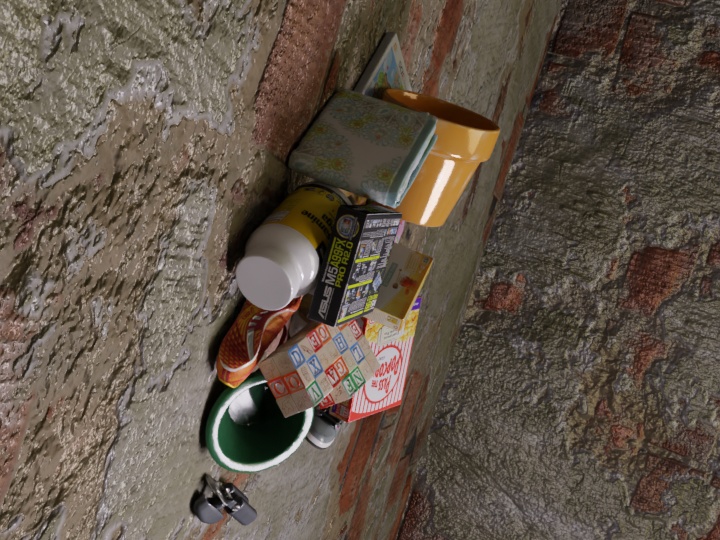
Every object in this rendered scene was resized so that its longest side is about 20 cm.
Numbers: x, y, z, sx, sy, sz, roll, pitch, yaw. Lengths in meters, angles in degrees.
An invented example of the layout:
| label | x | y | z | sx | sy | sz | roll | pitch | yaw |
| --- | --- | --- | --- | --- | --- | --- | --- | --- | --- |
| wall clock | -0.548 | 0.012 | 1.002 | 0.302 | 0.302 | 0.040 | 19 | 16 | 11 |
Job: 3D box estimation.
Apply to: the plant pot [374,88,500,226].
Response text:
| label | x | y | z | sx | sy | sz | roll | pitch | yaw |
| --- | --- | --- | --- | --- | --- | --- | --- | --- | --- |
| plant pot | 0.107 | -0.180 | 1.590 | 0.200 | 0.199 | 0.184 | -36 | 146 | -67 |

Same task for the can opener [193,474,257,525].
| label | x | y | z | sx | sy | sz | roll | pitch | yaw |
| --- | --- | --- | --- | --- | --- | --- | --- | --- | --- |
| can opener | -0.215 | 0.367 | 1.494 | 0.067 | 0.053 | 0.200 | -35 | 157 | -10 |

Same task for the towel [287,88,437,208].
| label | x | y | z | sx | sy | sz | roll | pitch | yaw |
| --- | --- | --- | --- | --- | --- | --- | --- | --- | --- |
| towel | 0.010 | -0.184 | 1.413 | 0.048 | 0.170 | 0.200 | 95 | 18 | -46 |

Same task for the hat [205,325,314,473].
| label | x | y | z | sx | sy | sz | roll | pitch | yaw |
| --- | --- | --- | --- | --- | --- | --- | --- | --- | --- |
| hat | -0.176 | 0.192 | 1.466 | 0.199 | 0.176 | 0.167 | 0 | 110 | -33 |

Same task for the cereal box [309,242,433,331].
| label | x | y | z | sx | sy | sz | roll | pitch | yaw |
| --- | --- | --- | --- | --- | --- | --- | --- | --- | --- |
| cereal box | 0.000 | 0.000 | 1.531 | 0.040 | 0.199 | 0.144 | 104 | 11 | -50 |

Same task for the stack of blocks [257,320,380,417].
| label | x | y | z | sx | sy | sz | roll | pitch | yaw |
| --- | --- | --- | --- | --- | --- | --- | --- | --- | --- |
| stack of blocks | -0.056 | 0.140 | 1.405 | 0.116 | 0.058 | 0.200 | 62 | 30 | -5 |

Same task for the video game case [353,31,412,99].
| label | x | y | z | sx | sy | sz | roll | pitch | yaw |
| --- | --- | --- | --- | --- | --- | --- | --- | --- | --- |
| video game case | 0.038 | -0.270 | 1.635 | 0.201 | 0.022 | 0.183 | -63 | 149 | -31 |

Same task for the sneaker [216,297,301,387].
| label | x | y | z | sx | sy | sz | roll | pitch | yaw |
| --- | --- | --- | --- | --- | --- | --- | --- | --- | --- |
| sneaker | -0.148 | 0.079 | 1.369 | 0.200 | 0.073 | 0.077 | -52 | 172 | -38 |

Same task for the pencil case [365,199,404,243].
| label | x | y | z | sx | sy | sz | roll | pitch | yaw |
| --- | --- | --- | --- | --- | --- | --- | --- | --- | --- |
| pencil case | 0.023 | -0.049 | 1.654 | 0.088 | 0.087 | 0.201 | 90 | 14 | -50 |

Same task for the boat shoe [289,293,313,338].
| label | x | y | z | sx | sy | sz | roll | pitch | yaw |
| --- | --- | --- | --- | --- | --- | --- | --- | --- | --- |
| boat shoe | -0.078 | 0.053 | 1.592 | 0.069 | 0.071 | 0.200 | -52 | -179 | 27 |

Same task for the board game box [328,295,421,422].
| label | x | y | z | sx | sy | sz | roll | pitch | yaw |
| --- | --- | --- | --- | --- | --- | --- | --- | --- | --- |
| board game box | 0.026 | 0.140 | 1.606 | 0.151 | 0.046 | 0.201 | -10 | 115 | -52 |

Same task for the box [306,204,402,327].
| label | x | y | z | sx | sy | sz | roll | pitch | yaw |
| --- | --- | --- | --- | --- | --- | --- | --- | --- | --- |
| box | -0.005 | -0.011 | 1.362 | 0.200 | 0.044 | 0.161 | -15 | 123 | -73 |

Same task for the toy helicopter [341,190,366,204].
| label | x | y | z | sx | sy | sz | roll | pitch | yaw |
| --- | --- | --- | --- | --- | --- | --- | --- | --- | --- |
| toy helicopter | -0.018 | -0.133 | 1.563 | 0.200 | 0.078 | 0.133 | 73 | 40 | -68 |

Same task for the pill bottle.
| label | x | y | z | sx | sy | sz | roll | pitch | yaw |
| --- | --- | --- | --- | --- | --- | --- | --- | --- | --- |
| pill bottle | -0.090 | -0.033 | 1.330 | 0.200 | 0.112 | 0.113 | -54 | 157 | -51 |

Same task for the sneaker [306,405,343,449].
| label | x | y | z | sx | sy | sz | roll | pitch | yaw |
| --- | --- | --- | --- | --- | --- | --- | --- | --- | --- |
| sneaker | -0.039 | 0.258 | 1.855 | 0.121 | 0.083 | 0.200 | -52 | -179 | 22 |
